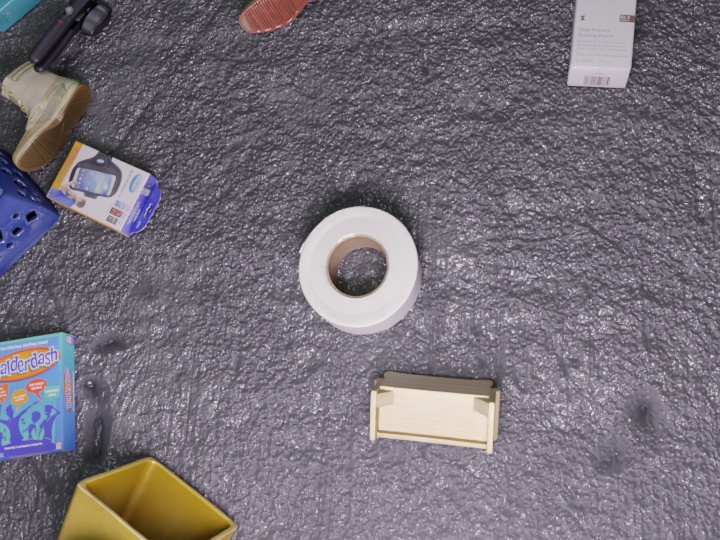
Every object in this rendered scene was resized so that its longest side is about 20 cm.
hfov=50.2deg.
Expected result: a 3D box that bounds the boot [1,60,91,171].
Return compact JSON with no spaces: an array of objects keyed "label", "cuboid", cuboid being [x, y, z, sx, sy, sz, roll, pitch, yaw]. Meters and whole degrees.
[{"label":"boot","cuboid":[-0.628,-0.298,1.463,0.153,0.072,0.201,28,77,15]}]

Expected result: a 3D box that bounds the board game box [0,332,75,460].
[{"label":"board game box","cuboid":[-0.574,0.219,1.336,0.150,0.045,0.203,-10,74,9]}]

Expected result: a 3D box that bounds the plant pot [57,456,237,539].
[{"label":"plant pot","cuboid":[-0.344,0.439,1.168,0.194,0.194,0.202,31,98,17]}]

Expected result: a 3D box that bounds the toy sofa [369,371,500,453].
[{"label":"toy sofa","cuboid":[0.115,0.218,1.192,0.197,0.098,0.084,3,101,12]}]

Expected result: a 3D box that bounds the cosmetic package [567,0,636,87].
[{"label":"cosmetic package","cuboid":[0.406,-0.414,1.289,0.100,0.074,0.203,5,78,12]}]

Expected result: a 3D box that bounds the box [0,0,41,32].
[{"label":"box","cuboid":[-0.681,-0.583,1.556,0.200,0.049,0.082,-41,72,-1]}]

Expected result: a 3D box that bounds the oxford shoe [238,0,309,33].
[{"label":"oxford shoe","cuboid":[-0.142,-0.515,1.435,0.198,0.071,0.074,-29,47,3]}]

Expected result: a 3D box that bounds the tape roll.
[{"label":"tape roll","cuboid":[0.000,0.000,1.265,0.199,0.071,0.206,-3,76,11]}]

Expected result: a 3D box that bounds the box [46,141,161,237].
[{"label":"box","cuboid":[-0.465,-0.147,1.410,0.198,0.041,0.120,23,81,18]}]

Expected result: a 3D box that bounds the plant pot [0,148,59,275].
[{"label":"plant pot","cuboid":[-0.705,-0.120,1.377,0.200,0.180,0.200,-44,71,-2]}]

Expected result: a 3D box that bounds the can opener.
[{"label":"can opener","cuboid":[-0.566,-0.462,1.475,0.078,0.064,0.201,24,62,19]}]
